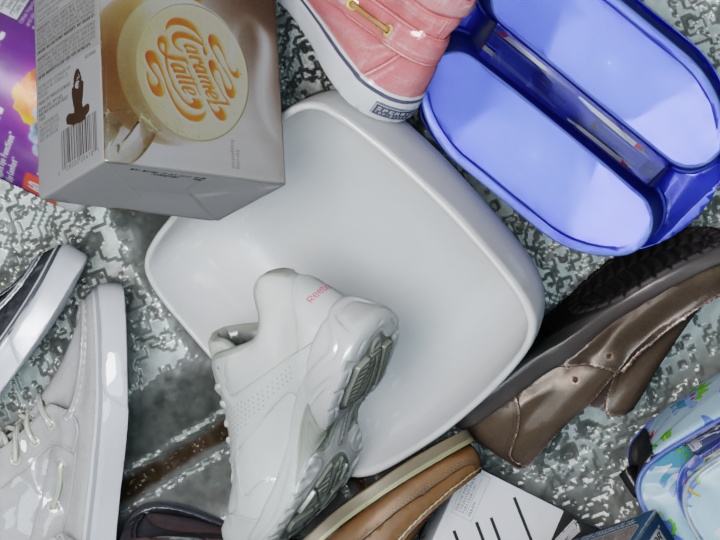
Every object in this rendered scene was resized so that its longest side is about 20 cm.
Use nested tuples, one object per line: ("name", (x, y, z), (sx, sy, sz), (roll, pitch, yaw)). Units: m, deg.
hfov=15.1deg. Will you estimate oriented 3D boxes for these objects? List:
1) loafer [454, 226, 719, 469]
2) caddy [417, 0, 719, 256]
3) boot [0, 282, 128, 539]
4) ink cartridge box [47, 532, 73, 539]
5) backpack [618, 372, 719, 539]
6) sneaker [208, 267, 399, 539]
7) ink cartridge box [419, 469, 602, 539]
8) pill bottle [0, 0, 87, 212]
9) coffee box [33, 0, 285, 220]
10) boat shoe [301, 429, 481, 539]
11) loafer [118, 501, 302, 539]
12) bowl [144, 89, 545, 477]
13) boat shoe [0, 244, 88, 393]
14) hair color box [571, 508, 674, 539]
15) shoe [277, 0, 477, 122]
("loafer", (0.146, 0.046, 1.599), (0.200, 0.073, 0.071), (-34, 106, 11))
("caddy", (0.121, -0.096, 1.556), (0.200, 0.105, 0.141), (40, 97, -2))
("boot", (-0.189, 0.104, 1.605), (0.095, 0.074, 0.201), (4, 99, -8))
("ink cartridge box", (-0.143, 0.273, 1.595), (0.200, 0.084, 0.145), (37, 98, -23))
("backpack", (0.277, 0.128, 1.561), (0.200, 0.147, 0.183), (-35, 98, 3))
("sneaker", (-0.048, 0.076, 1.549), (0.099, 0.078, 0.200), (35, 125, 19))
("ink cartridge box", (0.059, 0.223, 1.594), (0.094, 0.044, 0.200), (27, 76, -6))
("pill bottle", (-0.227, -0.123, 1.560), (0.200, 0.111, 0.112), (25, 98, -1))
("coffee box", (-0.112, -0.138, 1.486), (0.114, 0.080, 0.201), (7, 71, -33))
("boat shoe", (-0.003, 0.172, 1.568), (0.200, 0.072, 0.068), (-36, 83, -1))
("loafer", (-0.051, 0.191, 1.621), (0.200, 0.063, 0.072), (15, 98, 0))
("bowl", (0.000, 0.000, 1.561), (0.200, 0.075, 0.200), (46, 128, -3))
("boat shoe", (-0.242, 0.054, 1.609), (0.068, 0.072, 0.200), (39, 104, -5))
("hair color box", (0.171, 0.244, 1.545), (0.100, 0.061, 0.200), (-25, 102, 36))
("shoe", (-0.006, -0.181, 1.518), (0.091, 0.071, 0.200), (-56, 51, 30))
